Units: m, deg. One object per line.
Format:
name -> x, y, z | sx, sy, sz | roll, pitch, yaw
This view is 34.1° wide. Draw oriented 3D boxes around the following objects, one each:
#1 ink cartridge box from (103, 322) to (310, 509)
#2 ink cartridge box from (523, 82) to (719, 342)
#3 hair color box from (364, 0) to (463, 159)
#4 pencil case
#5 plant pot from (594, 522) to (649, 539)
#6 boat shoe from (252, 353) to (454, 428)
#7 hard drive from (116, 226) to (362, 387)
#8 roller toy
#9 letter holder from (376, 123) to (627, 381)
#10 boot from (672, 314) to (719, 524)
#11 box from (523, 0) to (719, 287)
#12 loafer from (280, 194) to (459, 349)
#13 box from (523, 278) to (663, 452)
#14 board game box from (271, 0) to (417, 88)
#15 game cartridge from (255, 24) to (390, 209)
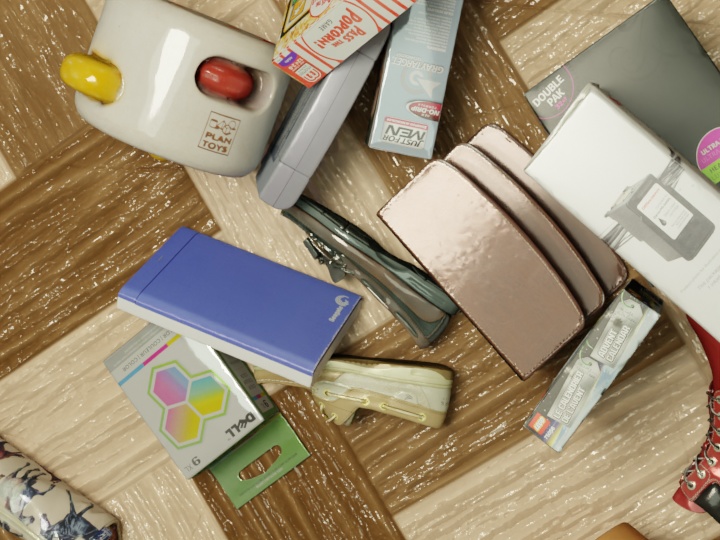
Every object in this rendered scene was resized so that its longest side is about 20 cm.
ink cartridge box -> -0.153, 0.137, 1.172 | 0.104, 0.059, 0.201 | -37, 86, 12
ink cartridge box -> 0.228, -0.048, 0.904 | 0.200, 0.145, 0.084 | 42, 105, 6
hair color box -> 0.052, -0.207, 1.077 | 0.060, 0.099, 0.202 | 10, 96, -3
pencil case -> -0.343, 0.241, 1.208 | 0.199, 0.089, 0.078 | 32, 101, 9
plant pot -> 0.227, 0.322, 1.044 | 0.200, 0.200, 0.140 | -43, 68, 12
boat shoe -> -0.011, 0.116, 1.132 | 0.198, 0.074, 0.067 | 4, 90, 12
hard drive -> -0.112, 0.030, 1.122 | 0.198, 0.132, 0.026 | 21, 126, 10
roller toy -> -0.165, -0.168, 1.087 | 0.181, 0.200, 0.141 | 22, 99, 4
letter holder -> 0.137, -0.026, 1.076 | 0.142, 0.101, 0.200 | -42, 84, 10
boot -> 0.320, 0.136, 1.063 | 0.144, 0.072, 0.201 | -34, 90, 14
box -> 0.259, -0.111, 1.029 | 0.148, 0.124, 0.201 | -34, 86, 13
loafer -> 0.000, 0.000, 1.122 | 0.199, 0.072, 0.063 | 34, 98, 6
box -> 0.206, 0.076, 1.015 | 0.040, 0.200, 0.138 | 36, 100, 11
board game box -> -0.002, -0.278, 1.024 | 0.046, 0.202, 0.151 | 29, 143, -27
game cartridge -> -0.036, -0.155, 1.088 | 0.041, 0.133, 0.201 | 27, 101, -18
